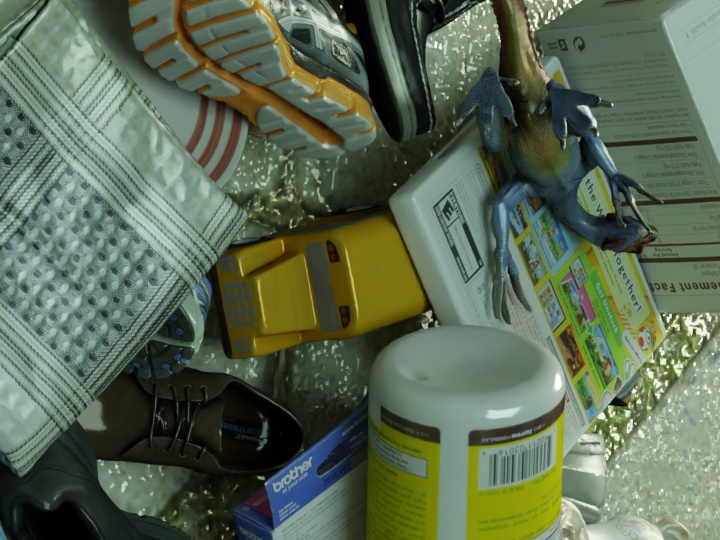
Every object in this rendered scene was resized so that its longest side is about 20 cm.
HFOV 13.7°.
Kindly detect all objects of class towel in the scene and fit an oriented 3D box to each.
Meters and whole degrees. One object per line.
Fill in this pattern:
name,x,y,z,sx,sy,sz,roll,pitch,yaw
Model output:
towel,-0.171,-0.028,1.525,0.193,0.035,0.200,-48,116,-17

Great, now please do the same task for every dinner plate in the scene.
dinner plate,-0.137,-0.123,1.624,0.200,0.024,0.201,25,55,-41

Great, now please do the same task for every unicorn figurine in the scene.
unicorn figurine,0.128,0.186,1.813,0.200,0.074,0.138,-18,140,-50

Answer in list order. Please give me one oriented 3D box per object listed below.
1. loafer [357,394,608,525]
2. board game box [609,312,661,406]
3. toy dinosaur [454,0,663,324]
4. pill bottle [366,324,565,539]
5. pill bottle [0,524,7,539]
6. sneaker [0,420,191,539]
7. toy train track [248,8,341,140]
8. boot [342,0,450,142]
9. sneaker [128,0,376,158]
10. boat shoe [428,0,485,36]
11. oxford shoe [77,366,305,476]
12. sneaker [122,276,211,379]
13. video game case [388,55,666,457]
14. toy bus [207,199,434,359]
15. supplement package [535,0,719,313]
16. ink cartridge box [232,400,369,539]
loafer,0.075,0.101,1.813,0.200,0.070,0.070,25,72,-43
board game box,0.146,-0.034,1.885,0.135,0.035,0.200,33,71,-32
toy dinosaur,0.122,-0.074,1.722,0.181,0.105,0.201,34,52,-74
pill bottle,0.057,0.139,1.671,0.109,0.109,0.201,-18,121,-36
pill bottle,-0.242,0.134,1.542,0.109,0.109,0.200,-30,107,-33
sneaker,-0.140,0.162,1.614,0.076,0.091,0.200,-34,124,12
toy train track,-0.075,-0.145,1.719,0.200,0.032,0.115,17,79,-35
boot,0.066,-0.181,1.741,0.153,0.074,0.204,-8,72,-9
sneaker,-0.061,-0.135,1.644,0.200,0.078,0.077,40,45,-49
boat shoe,0.078,-0.198,1.818,0.200,0.060,0.074,-34,110,-33
oxford shoe,-0.116,0.075,1.656,0.200,0.084,0.073,8,86,-35
sneaker,-0.155,-0.033,1.640,0.200,0.077,0.085,52,26,-8
video game case,0.103,0.001,1.784,0.182,0.023,0.200,-44,118,-45
toy bus,0.000,0.000,1.735,0.200,0.078,0.065,-18,100,-51
supplement package,0.216,-0.087,1.843,0.117,0.117,0.200,-36,111,-34
ink cartridge box,-0.010,0.164,1.722,0.119,0.042,0.200,-36,133,-32
